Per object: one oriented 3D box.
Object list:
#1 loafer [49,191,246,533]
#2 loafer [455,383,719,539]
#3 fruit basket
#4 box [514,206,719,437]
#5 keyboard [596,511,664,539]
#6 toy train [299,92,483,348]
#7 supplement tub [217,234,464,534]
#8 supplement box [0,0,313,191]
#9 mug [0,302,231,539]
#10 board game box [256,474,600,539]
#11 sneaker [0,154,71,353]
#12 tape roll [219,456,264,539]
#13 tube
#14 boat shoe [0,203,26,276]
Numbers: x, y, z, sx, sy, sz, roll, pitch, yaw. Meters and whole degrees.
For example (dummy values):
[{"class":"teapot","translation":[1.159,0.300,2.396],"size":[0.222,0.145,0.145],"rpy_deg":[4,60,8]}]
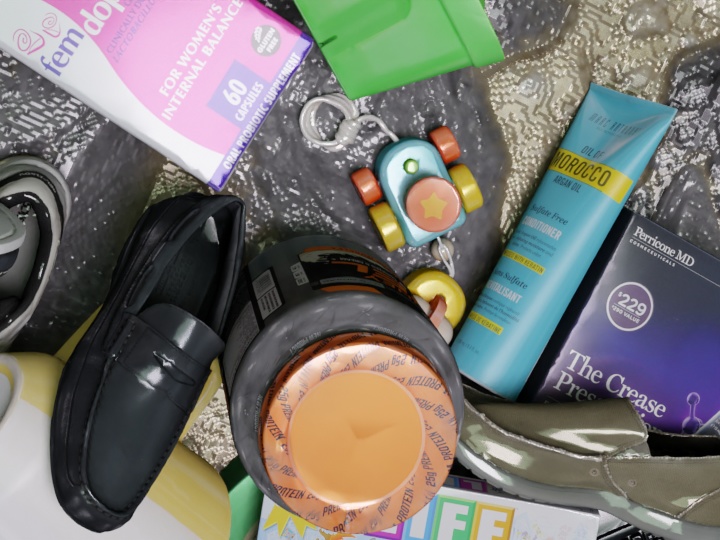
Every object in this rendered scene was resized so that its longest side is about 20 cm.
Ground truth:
[{"class":"loafer","translation":[-0.108,0.041,0.809],"size":[0.068,0.070,0.202],"rpy_deg":[40,49,-33]},{"class":"loafer","translation":[0.134,0.099,0.897],"size":[0.198,0.075,0.070],"rpy_deg":[18,105,-11]},{"class":"fruit basket","translation":[0.038,-0.216,0.853],"size":[0.213,0.156,0.218],"rpy_deg":[-1,104,-4]},{"class":"box","translation":[0.210,0.063,0.976],"size":[0.199,0.079,0.142],"rpy_deg":[27,92,-13]},{"class":"keyboard","translation":[0.138,0.209,0.946],"size":[0.198,0.040,0.105],"rpy_deg":[-24,109,2]},{"class":"toy train","translation":[0.000,0.000,0.937],"size":[0.148,0.056,0.202],"rpy_deg":[12,98,-12]},{"class":"supplement tub","translation":[-0.014,0.058,0.820],"size":[0.121,0.200,0.124],"rpy_deg":[-2,104,-8]},{"class":"supplement box","translation":[-0.138,-0.145,0.864],"size":[0.199,0.103,0.102],"rpy_deg":[32,94,-12]},{"class":"mug","translation":[-0.173,0.112,0.869],"size":[0.148,0.188,0.153],"rpy_deg":[-19,131,25]},{"class":"board game box","translation":[0.033,0.189,0.918],"size":[0.197,0.034,0.136],"rpy_deg":[10,98,1]},{"class":"sneaker","translation":[-0.231,0.028,0.885],"size":[0.075,0.088,0.202],"rpy_deg":[22,97,-15]},{"class":"tape roll","translation":[-0.016,0.199,0.973],"size":[0.198,0.048,0.203],"rpy_deg":[-2,101,-10]},{"class":"tube","translation":[0.121,-0.019,0.941],"size":[0.050,0.077,0.201],"rpy_deg":[29,90,-44]},{"class":"boat shoe","translation":[-0.265,-0.020,0.844],"size":[0.198,0.075,0.061],"rpy_deg":[18,110,32]}]
